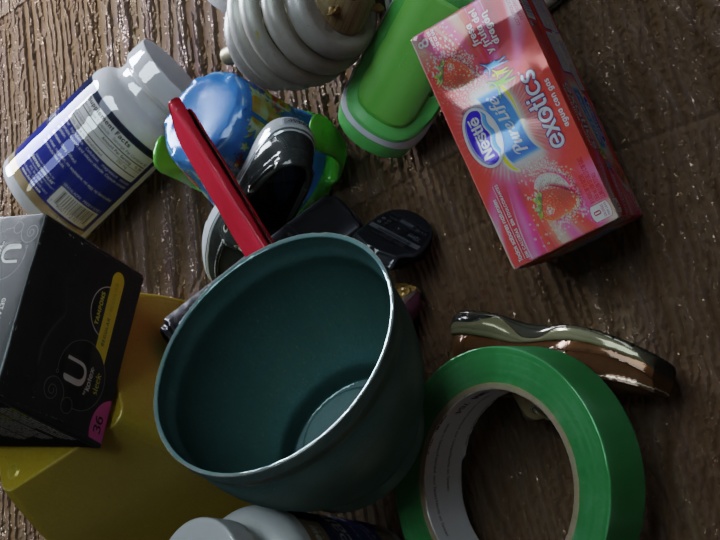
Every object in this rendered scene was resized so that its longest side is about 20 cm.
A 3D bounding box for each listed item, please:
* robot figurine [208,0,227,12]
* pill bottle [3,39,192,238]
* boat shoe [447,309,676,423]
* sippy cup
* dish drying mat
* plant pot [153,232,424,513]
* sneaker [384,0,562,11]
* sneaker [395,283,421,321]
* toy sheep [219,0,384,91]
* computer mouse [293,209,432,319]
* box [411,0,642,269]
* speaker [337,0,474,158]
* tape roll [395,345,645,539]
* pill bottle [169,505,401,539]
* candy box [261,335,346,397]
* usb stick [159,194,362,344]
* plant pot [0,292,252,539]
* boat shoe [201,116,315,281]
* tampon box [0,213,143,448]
[{"bbox_3d":[-0.112,-0.342,1.512,0.170,0.111,0.203,120,156,-58],"label":"robot figurine"},{"bbox_3d":[-0.257,-0.132,1.507,0.200,0.116,0.116,-41,49,9],"label":"pill bottle"},{"bbox_3d":[0.148,0.082,1.137,0.198,0.075,0.075,8,78,45],"label":"boat shoe"},{"bbox_3d":[-0.109,-0.114,1.380,0.177,0.130,0.141,-36,51,14],"label":"sippy cup"},{"bbox_3d":[-0.106,-0.054,1.242,0.018,0.077,0.201,-26,63,-14],"label":"dish drying mat"},{"bbox_3d":[-0.033,0.094,1.082,0.198,0.134,0.202,-20,44,21],"label":"plant pot"},{"bbox_3d":[0.111,-0.260,1.324,0.198,0.088,0.075,-27,59,21],"label":"sneaker"},{"bbox_3d":[-0.011,0.096,1.247,0.200,0.091,0.075,-42,23,-21],"label":"sneaker"},{"bbox_3d":[-0.059,-0.223,1.294,0.199,0.137,0.140,-19,54,50],"label":"toy sheep"},{"bbox_3d":[0.000,0.000,1.233,0.058,0.199,0.034,30,126,21],"label":"computer mouse"},{"bbox_3d":[0.133,-0.113,1.170,0.094,0.102,0.202,-26,84,22],"label":"box"},{"bbox_3d":[0.054,-0.196,1.286,0.201,0.087,0.089,-58,41,35],"label":"speaker"},{"bbox_3d":[0.112,0.156,1.084,0.199,0.048,0.204,-3,86,45],"label":"tape roll"},{"bbox_3d":[-0.053,0.234,1.099,0.110,0.199,0.113,-12,70,35],"label":"pill bottle"},{"bbox_3d":[-0.052,0.041,1.256,0.101,0.027,0.200,-30,22,2],"label":"candy box"},{"bbox_3d":[-0.082,0.006,1.275,0.199,0.033,0.055,-38,62,-18],"label":"usb stick"},{"bbox_3d":[-0.211,0.134,1.292,0.199,0.176,0.202,-32,52,18],"label":"plant pot"},{"bbox_3d":[-0.093,-0.047,1.324,0.057,0.068,0.201,-100,29,-45],"label":"boat shoe"},{"bbox_3d":[-0.300,0.053,1.197,0.198,0.126,0.152,-3,65,34],"label":"tampon box"}]
